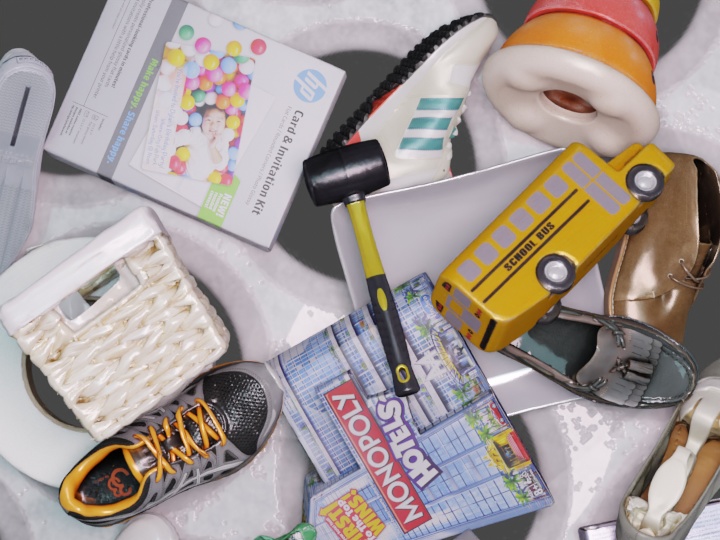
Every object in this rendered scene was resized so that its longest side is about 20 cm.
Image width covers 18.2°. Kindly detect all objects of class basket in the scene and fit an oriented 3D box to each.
[{"bbox_3d":[-0.176,0.040,1.668,0.135,0.200,0.124,-36,93,-3],"label":"basket"}]

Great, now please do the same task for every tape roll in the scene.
[{"bbox_3d":[-0.214,0.074,1.777,0.201,0.037,0.205,0,85,0],"label":"tape roll"}]

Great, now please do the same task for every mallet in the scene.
[{"bbox_3d":[0.000,0.000,1.699,0.065,0.041,0.202,-9,75,1],"label":"mallet"}]

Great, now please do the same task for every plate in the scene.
[{"bbox_3d":[0.092,0.019,1.767,0.198,0.032,0.202,-14,100,-2],"label":"plate"}]

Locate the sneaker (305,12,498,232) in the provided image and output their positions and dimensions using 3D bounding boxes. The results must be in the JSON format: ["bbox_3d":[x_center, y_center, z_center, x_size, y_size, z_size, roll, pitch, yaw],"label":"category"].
[{"bbox_3d":[0.052,-0.113,1.786,0.093,0.070,0.200,44,86,-13],"label":"sneaker"}]

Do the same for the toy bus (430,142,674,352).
[{"bbox_3d":[0.148,-0.026,1.685,0.078,0.065,0.200,41,67,12],"label":"toy bus"}]

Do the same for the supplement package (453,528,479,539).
[{"bbox_3d":[0.100,0.315,1.677,0.121,0.120,0.201,-36,96,-2],"label":"supplement package"}]

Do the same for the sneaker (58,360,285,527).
[{"bbox_3d":[-0.144,0.137,1.701,0.199,0.077,0.079,-35,82,8],"label":"sneaker"}]

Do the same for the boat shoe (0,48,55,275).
[{"bbox_3d":[-0.286,-0.079,1.777,0.073,0.067,0.201,19,107,-21],"label":"boat shoe"}]

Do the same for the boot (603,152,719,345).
[{"bbox_3d":[0.241,0.006,1.756,0.073,0.075,0.202,6,85,-43],"label":"boot"}]

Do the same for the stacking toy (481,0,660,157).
[{"bbox_3d":[0.191,-0.204,1.770,0.145,0.146,0.201,21,71,2],"label":"stacking toy"}]

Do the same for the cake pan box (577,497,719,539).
[{"bbox_3d":[0.284,0.271,1.757,0.198,0.052,0.186,-13,87,-1],"label":"cake pan box"}]

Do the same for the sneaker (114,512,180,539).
[{"bbox_3d":[-0.212,0.274,1.708,0.079,0.129,0.200,31,90,24],"label":"sneaker"}]

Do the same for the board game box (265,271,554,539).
[{"bbox_3d":[0.016,0.139,1.738,0.199,0.062,0.201,-30,104,3],"label":"board game box"}]

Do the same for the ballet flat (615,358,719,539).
[{"bbox_3d":[0.259,0.139,1.729,0.067,0.064,0.201,24,65,20],"label":"ballet flat"}]

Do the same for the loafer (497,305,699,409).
[{"bbox_3d":[0.163,0.062,1.716,0.199,0.063,0.072,20,99,4],"label":"loafer"}]

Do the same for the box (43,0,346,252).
[{"bbox_3d":[-0.132,-0.125,1.793,0.199,0.041,0.157,24,86,1],"label":"box"}]

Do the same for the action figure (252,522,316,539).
[{"bbox_3d":[-0.087,0.278,1.722,0.118,0.055,0.201,30,100,11],"label":"action figure"}]
